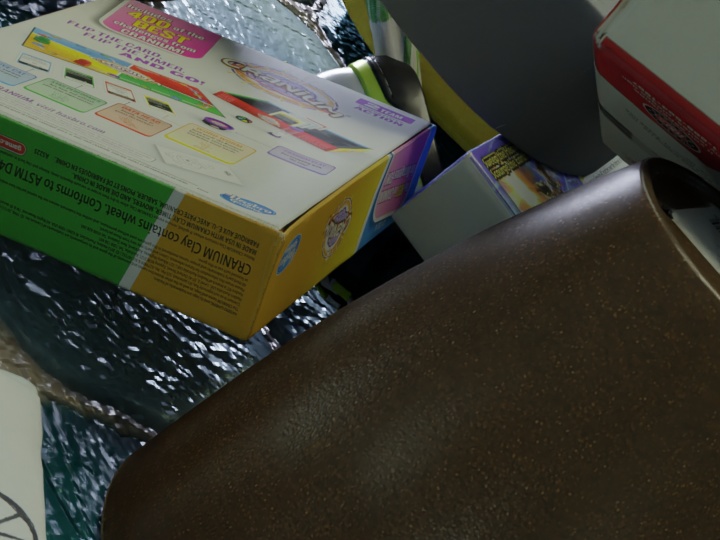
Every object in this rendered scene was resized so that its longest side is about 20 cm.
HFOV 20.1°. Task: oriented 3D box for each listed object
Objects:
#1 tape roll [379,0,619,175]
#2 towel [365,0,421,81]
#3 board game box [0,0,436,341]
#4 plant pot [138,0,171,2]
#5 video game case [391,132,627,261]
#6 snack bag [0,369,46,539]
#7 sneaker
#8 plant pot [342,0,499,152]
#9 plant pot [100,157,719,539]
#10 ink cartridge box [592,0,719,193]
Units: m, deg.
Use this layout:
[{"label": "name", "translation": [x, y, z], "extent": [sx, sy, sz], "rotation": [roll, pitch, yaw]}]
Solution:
[{"label": "tape roll", "translation": [0.063, -0.140, 0.850], "extent": [0.200, 0.066, 0.201], "rotation": [42, 25, -25]}, {"label": "towel", "translation": [0.011, -0.125, 0.977], "extent": [0.153, 0.023, 0.201], "rotation": [-87, 170, -61]}, {"label": "board game box", "translation": [-0.069, -0.047, 0.754], "extent": [0.152, 0.041, 0.200], "rotation": [23, 19, 11]}, {"label": "plant pot", "translation": [-0.102, -0.210, 0.882], "extent": [0.140, 0.199, 0.201], "rotation": [44, 15, -51]}, {"label": "video game case", "translation": [0.110, 0.019, 0.855], "extent": [0.182, 0.045, 0.200], "rotation": [54, 23, 2]}, {"label": "snack bag", "translation": [-0.149, 0.056, 0.539], "extent": [0.188, 0.021, 0.201], "rotation": [32, 26, -30]}, {"label": "sneaker", "translation": [0.000, 0.000, 0.865], "extent": [0.072, 0.082, 0.201], "rotation": [96, -18, -62]}, {"label": "plant pot", "translation": [0.096, -0.170, 1.144], "extent": [0.200, 0.196, 0.194], "rotation": [38, 14, 15]}, {"label": "plant pot", "translation": [0.051, 0.064, 0.643], "extent": [0.187, 0.200, 0.187], "rotation": [37, 23, -19]}, {"label": "ink cartridge box", "translation": [0.157, -0.045, 0.678], "extent": [0.144, 0.084, 0.200], "rotation": [40, 0, 8]}]
